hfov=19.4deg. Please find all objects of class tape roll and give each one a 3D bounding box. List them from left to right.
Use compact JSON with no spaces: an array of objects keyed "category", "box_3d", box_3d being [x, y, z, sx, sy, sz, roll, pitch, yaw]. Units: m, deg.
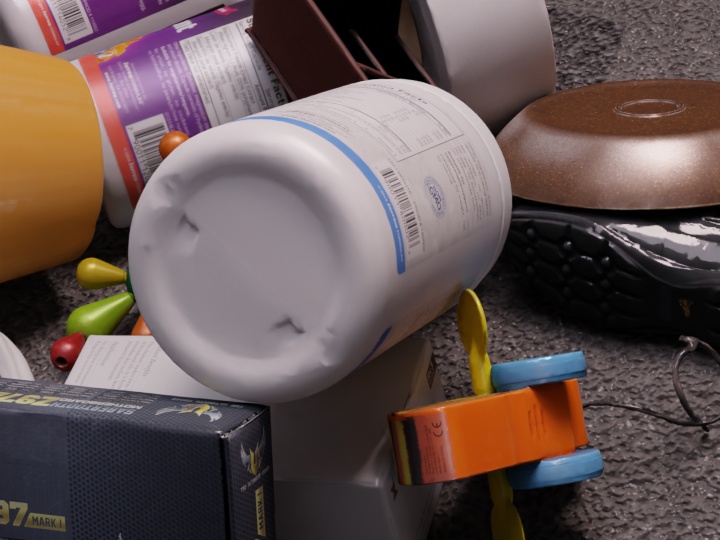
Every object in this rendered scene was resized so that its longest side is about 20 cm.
[{"category":"tape roll","box_3d":[0.048,-0.175,1.303,0.071,0.203,0.203,-22,38,-10]}]

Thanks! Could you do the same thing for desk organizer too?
[{"category":"desk organizer","box_3d":[0.007,-0.115,1.208,0.072,0.077,0.200,-16,49,-22]}]

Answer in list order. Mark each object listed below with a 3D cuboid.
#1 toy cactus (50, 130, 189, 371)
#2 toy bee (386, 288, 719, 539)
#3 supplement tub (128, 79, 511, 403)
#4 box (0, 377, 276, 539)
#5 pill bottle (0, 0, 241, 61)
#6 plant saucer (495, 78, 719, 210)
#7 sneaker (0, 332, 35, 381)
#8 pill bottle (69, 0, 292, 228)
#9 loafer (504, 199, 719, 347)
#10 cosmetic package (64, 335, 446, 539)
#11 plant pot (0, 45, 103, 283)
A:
[{"category":"toy cactus","box_3d":[-0.093,-0.023,1.234,0.200,0.102,0.165,-45,3,18]},{"category":"toy bee","box_3d":[0.079,0.085,1.056,0.109,0.200,0.131,-14,64,49]},{"category":"supplement tub","box_3d":[-0.015,-0.020,1.028,0.132,0.132,0.200,2,11,21]},{"category":"box","box_3d":[-0.136,0.135,1.000,0.200,0.158,0.051,5,15,23]},{"category":"pill bottle","box_3d":[-0.158,-0.196,1.472,0.200,0.113,0.112,-25,38,-14]},{"category":"plant saucer","box_3d":[0.167,-0.078,1.215,0.200,0.037,0.200,-4,18,1]},{"category":"sneaker","box_3d":[-0.202,0.069,1.132,0.200,0.100,0.075,12,74,61]},{"category":"pill bottle","box_3d":[-0.082,-0.110,1.335,0.200,0.112,0.111,-20,37,-7]},{"category":"loafer","box_3d":[0.174,-0.002,1.151,0.200,0.068,0.070,16,39,27]},{"category":"cosmetic package","box_3d":[-0.061,0.097,1.091,0.199,0.081,0.113,2,40,20]},{"category":"plant pot","box_3d":[-0.259,-0.062,1.242,0.183,0.201,0.200,-5,30,-29]}]
